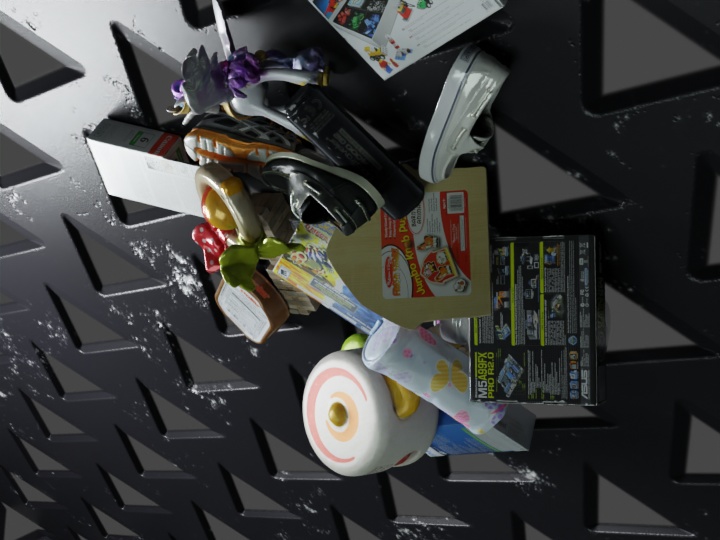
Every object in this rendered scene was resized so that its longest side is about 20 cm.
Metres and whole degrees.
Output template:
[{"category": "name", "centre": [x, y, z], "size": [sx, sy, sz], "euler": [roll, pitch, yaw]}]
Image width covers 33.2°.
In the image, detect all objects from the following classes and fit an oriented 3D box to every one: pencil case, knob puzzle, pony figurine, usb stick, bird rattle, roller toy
[{"category": "pencil case", "centre": [0.098, 0.131, 1.545], "size": [0.199, 0.083, 0.091], "euler": [33, 171, -16]}, {"category": "knob puzzle", "centre": [0.058, -0.028, 1.452], "size": [0.219, 0.221, 0.030], "euler": [22, -179, 14]}, {"category": "pony figurine", "centre": [-0.139, -0.227, 1.412], "size": [0.199, 0.167, 0.194], "euler": [8, 146, 4]}, {"category": "usb stick", "centre": [-0.004, -0.135, 1.390], "size": [0.055, 0.033, 0.200], "euler": [-42, 115, 13]}, {"category": "bird rattle", "centre": [-0.159, -0.067, 1.544], "size": [0.200, 0.112, 0.164], "euler": [41, 154, 59]}, {"category": "roller toy", "centre": [0.011, 0.204, 1.758], "size": [0.199, 0.139, 0.184], "euler": [26, 111, 42]}]

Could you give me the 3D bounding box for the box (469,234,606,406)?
[{"category": "box", "centre": [0.210, 0.059, 1.439], "size": [0.159, 0.202, 0.044], "euler": [-2, 178, 27]}]

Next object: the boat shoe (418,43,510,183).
[{"category": "boat shoe", "centre": [0.118, -0.163, 1.348], "size": [0.065, 0.072, 0.201], "euler": [30, 138, 11]}]

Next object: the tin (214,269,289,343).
[{"category": "tin", "centre": [-0.165, 0.052, 1.815], "size": [0.112, 0.042, 0.200], "euler": [41, 159, 1]}]

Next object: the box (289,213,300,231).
[{"category": "box", "centre": [0.020, -0.017, 1.611], "size": [0.199, 0.044, 0.161], "euler": [8, 139, 31]}]

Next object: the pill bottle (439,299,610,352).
[{"category": "pill bottle", "centre": [0.207, 0.070, 1.528], "size": [0.199, 0.112, 0.113], "euler": [13, 142, 26]}]

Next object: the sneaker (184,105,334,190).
[{"category": "sneaker", "centre": [-0.121, -0.159, 1.534], "size": [0.199, 0.078, 0.078], "euler": [19, 145, 7]}]

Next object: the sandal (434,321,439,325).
[{"category": "sandal", "centre": [0.133, 0.119, 1.700], "size": [0.082, 0.050, 0.203], "euler": [21, 144, 16]}]

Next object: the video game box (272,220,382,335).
[{"category": "video game box", "centre": [0.000, 0.000, 1.556], "size": [0.199, 0.047, 0.182], "euler": [33, 143, -1]}]

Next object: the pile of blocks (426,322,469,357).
[{"category": "pile of blocks", "centre": [0.178, 0.112, 1.636], "size": [0.199, 0.083, 0.062], "euler": [22, 164, -5]}]

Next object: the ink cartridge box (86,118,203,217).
[{"category": "ink cartridge box", "centre": [-0.279, -0.142, 1.697], "size": [0.199, 0.050, 0.109], "euler": [14, 142, 23]}]

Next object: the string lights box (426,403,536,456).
[{"category": "string lights box", "centre": [0.149, 0.228, 1.796], "size": [0.103, 0.059, 0.199], "euler": [35, 149, -33]}]

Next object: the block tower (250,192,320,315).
[{"category": "block tower", "centre": [-0.106, -0.025, 1.704], "size": [0.054, 0.058, 0.201], "euler": [5, 139, 34]}]

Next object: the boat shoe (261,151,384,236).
[{"category": "boat shoe", "centre": [-0.060, -0.091, 1.424], "size": [0.199, 0.068, 0.072], "euler": [23, 163, 46]}]

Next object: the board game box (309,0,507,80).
[{"category": "board game box", "centre": [0.049, -0.289, 1.269], "size": [0.126, 0.035, 0.200], "euler": [44, 144, -19]}]
